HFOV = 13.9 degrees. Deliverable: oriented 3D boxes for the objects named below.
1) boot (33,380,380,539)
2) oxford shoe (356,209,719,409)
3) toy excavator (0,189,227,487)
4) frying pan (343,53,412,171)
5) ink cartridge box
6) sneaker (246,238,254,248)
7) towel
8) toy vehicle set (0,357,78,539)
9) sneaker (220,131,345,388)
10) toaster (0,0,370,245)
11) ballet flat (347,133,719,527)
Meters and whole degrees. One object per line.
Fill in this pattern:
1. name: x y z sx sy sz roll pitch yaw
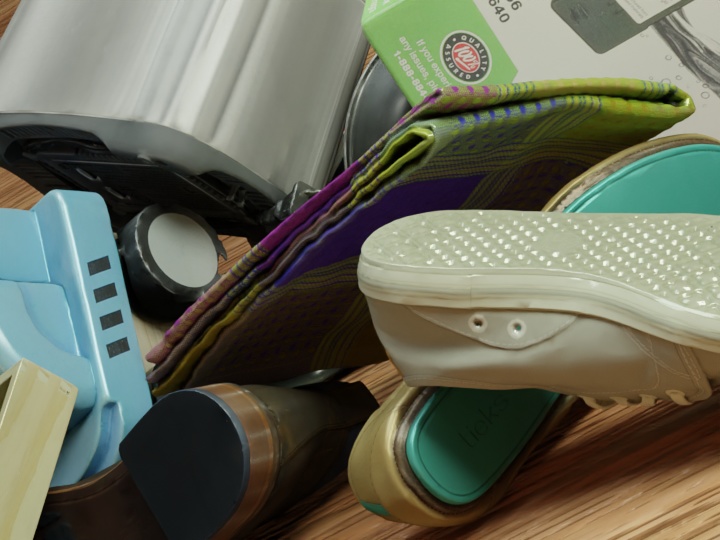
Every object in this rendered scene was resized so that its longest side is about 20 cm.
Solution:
1. boot: -0.076 0.102 1.161 0.097 0.075 0.200 -11 -19 -48
2. oxford shoe: 0.094 0.018 0.977 0.200 0.058 0.075 4 25 26
3. toy excavator: -0.162 0.008 1.217 0.200 0.195 0.100 4 -28 -40
4. frying pan: 0.074 -0.063 1.281 0.190 0.115 0.031 -19 14 -31
5. ink cartridge box: 0.123 -0.101 1.175 0.200 0.146 0.084 -30 16 16
6. sneaker: 0.010 -0.052 1.420 0.112 0.071 0.200 -33 12 17
7. towel: 0.020 -0.011 1.110 0.144 0.023 0.200 -6 -26 -44
8. toy vehicle set: -0.184 0.127 1.174 0.200 0.027 0.124 -36 32 49
9. sneaker: 0.000 0.000 1.299 0.200 0.074 0.085 -46 23 -12
10. toaster: -0.076 -0.088 1.287 0.200 0.114 0.129 4 69 47
11. ballet flat: 0.066 0.019 1.074 0.200 0.069 0.063 -41 7 -28
